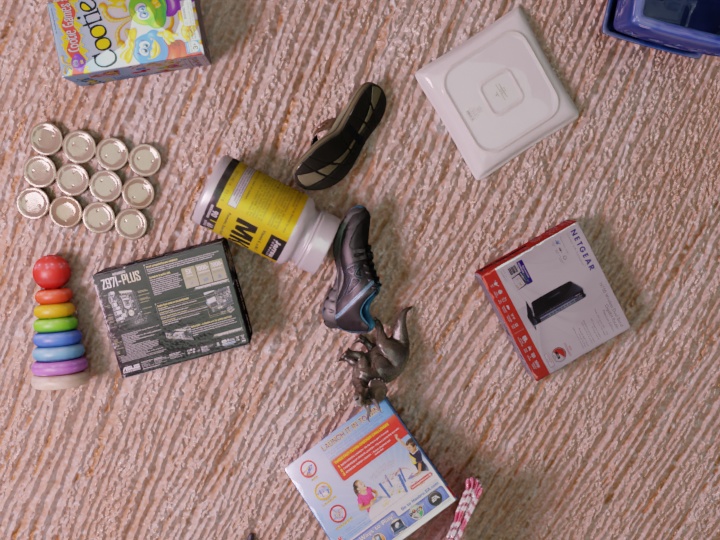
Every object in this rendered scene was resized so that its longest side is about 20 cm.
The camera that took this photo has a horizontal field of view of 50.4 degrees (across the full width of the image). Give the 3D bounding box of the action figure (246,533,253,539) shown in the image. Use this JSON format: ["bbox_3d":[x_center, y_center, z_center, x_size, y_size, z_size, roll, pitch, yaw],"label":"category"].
[{"bbox_3d":[-0.159,0.537,1.233,0.199,0.105,0.194,-8,104,21],"label":"action figure"}]

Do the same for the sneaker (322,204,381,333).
[{"bbox_3d":[0.000,0.000,1.184,0.082,0.073,0.201,15,106,24],"label":"sneaker"}]

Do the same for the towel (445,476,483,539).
[{"bbox_3d":[0.140,0.423,1.202,0.030,0.146,0.200,25,76,15],"label":"towel"}]

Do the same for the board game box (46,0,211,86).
[{"bbox_3d":[-0.328,-0.339,1.105,0.199,0.105,0.103,-11,97,-5],"label":"board game box"}]

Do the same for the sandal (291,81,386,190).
[{"bbox_3d":[-0.035,-0.204,1.174,0.201,0.057,0.080,-53,137,-14],"label":"sandal"}]

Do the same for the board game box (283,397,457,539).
[{"bbox_3d":[0.016,0.336,1.210,0.200,0.056,0.196,-36,76,0],"label":"board game box"}]

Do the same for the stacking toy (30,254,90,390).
[{"bbox_3d":[-0.460,0.076,1.162,0.085,0.085,0.201,-3,92,-5],"label":"stacking toy"}]

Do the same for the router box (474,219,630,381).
[{"bbox_3d":[0.309,0.047,1.238,0.179,0.049,0.200,-30,99,-1],"label":"router box"}]

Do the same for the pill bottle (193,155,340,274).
[{"bbox_3d":[-0.138,-0.080,1.149,0.200,0.114,0.115,26,94,-7],"label":"pill bottle"}]

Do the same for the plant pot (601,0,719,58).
[{"bbox_3d":[0.477,-0.424,1.130,0.199,0.180,0.201,12,97,-7],"label":"plant pot"}]

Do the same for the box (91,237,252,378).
[{"bbox_3d":[-0.282,0.054,1.167,0.199,0.086,0.164,-16,98,-3],"label":"box"}]

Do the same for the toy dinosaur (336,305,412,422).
[{"bbox_3d":[0.030,0.142,1.212,0.102,0.077,0.200,42,57,3],"label":"toy dinosaur"}]

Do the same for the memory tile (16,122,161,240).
[{"bbox_3d":[-0.413,-0.134,1.168,0.199,0.017,0.154,12,96,-7],"label":"memory tile"}]

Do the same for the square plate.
[{"bbox_3d":[0.219,-0.277,1.201,0.198,0.028,0.200,-33,98,-1],"label":"square plate"}]
